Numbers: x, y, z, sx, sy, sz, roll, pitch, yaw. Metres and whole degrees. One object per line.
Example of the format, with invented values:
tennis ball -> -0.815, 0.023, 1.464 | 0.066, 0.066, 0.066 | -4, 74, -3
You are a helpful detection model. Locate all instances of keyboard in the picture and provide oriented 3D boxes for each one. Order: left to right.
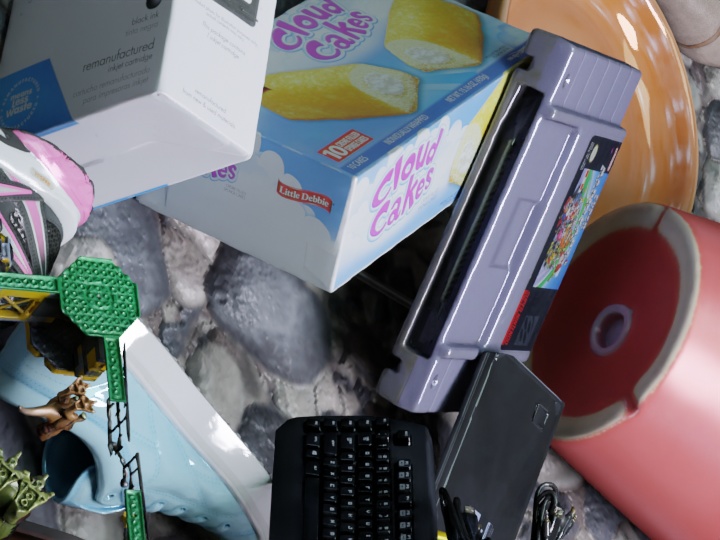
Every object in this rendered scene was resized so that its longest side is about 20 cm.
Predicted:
keyboard -> 0.012, 0.122, 1.258 | 0.201, 0.103, 0.040 | -91, -174, -52
keyboard -> 0.060, 0.149, 1.476 | 0.127, 0.021, 0.201 | 42, 64, -46

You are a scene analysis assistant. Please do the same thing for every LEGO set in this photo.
LEGO set -> -0.161, 0.090, 1.168 | 0.153, 0.116, 0.201 | -3, 66, -31

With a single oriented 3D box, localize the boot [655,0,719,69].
boot -> 0.210, -0.224, 1.796 | 0.146, 0.070, 0.201 | 35, 54, -48

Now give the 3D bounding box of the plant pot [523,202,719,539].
plant pot -> 0.193, 0.064, 1.587 | 0.177, 0.200, 0.202 | 30, 56, -33

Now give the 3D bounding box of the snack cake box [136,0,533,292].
snack cake box -> -0.006, -0.074, 1.414 | 0.200, 0.114, 0.068 | -37, 147, -51

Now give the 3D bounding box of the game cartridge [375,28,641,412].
game cartridge -> 0.081, -0.021, 1.477 | 0.129, 0.038, 0.201 | 9, 106, -64

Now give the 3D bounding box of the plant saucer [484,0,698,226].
plant saucer -> 0.127, -0.095, 1.665 | 0.200, 0.037, 0.202 | 19, 65, -47

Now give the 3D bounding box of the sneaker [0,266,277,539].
sneaker -> -0.105, 0.081, 1.305 | 0.082, 0.074, 0.200 | -43, 130, -7

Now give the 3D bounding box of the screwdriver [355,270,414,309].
screwdriver -> 0.000, 0.000, 1.484 | 0.200, 0.028, 0.029 | 27, 29, -48

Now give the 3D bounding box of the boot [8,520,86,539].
boot -> -0.135, 0.220, 1.212 | 0.185, 0.064, 0.201 | 27, 76, -7

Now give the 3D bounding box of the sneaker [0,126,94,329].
sneaker -> -0.196, -0.040, 1.207 | 0.200, 0.080, 0.087 | 33, 65, -35

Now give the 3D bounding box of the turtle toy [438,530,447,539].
turtle toy -> 0.003, 0.189, 1.332 | 0.199, 0.146, 0.102 | -11, 96, -22

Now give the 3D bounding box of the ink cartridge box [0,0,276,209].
ink cartridge box -> -0.098, -0.139, 1.328 | 0.068, 0.115, 0.201 | 34, 52, -41
